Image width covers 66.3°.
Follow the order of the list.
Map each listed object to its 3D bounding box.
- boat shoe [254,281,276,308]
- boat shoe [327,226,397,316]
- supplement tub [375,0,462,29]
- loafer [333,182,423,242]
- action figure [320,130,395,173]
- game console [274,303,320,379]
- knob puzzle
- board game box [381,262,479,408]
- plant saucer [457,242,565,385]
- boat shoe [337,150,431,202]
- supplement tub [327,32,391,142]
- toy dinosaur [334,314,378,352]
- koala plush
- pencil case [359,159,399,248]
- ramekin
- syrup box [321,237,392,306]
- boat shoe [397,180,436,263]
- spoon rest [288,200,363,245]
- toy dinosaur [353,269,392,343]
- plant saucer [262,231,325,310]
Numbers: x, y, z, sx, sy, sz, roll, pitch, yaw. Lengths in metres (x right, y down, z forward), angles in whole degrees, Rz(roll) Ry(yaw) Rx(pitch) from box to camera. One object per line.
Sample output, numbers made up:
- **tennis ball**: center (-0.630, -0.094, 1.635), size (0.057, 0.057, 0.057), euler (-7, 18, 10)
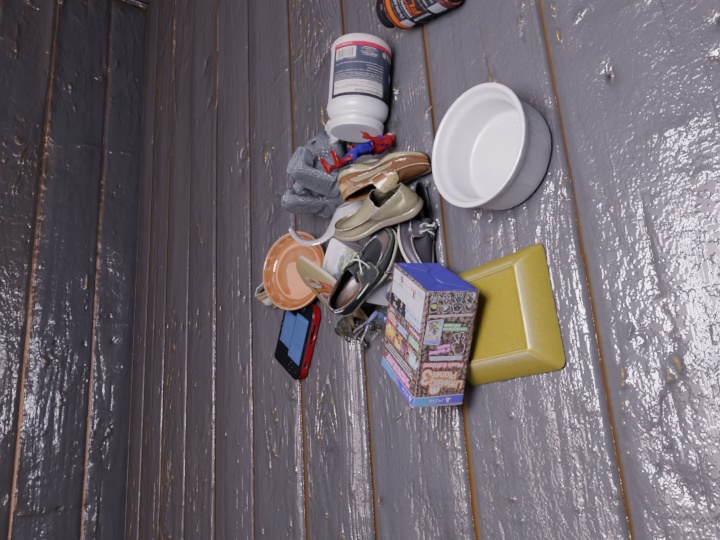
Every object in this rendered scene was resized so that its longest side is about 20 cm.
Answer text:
- **boat shoe**: center (-0.227, 0.024, 1.513), size (0.201, 0.067, 0.075), euler (-55, 26, 30)
- **boat shoe**: center (0.005, 0.001, 1.080), size (0.071, 0.067, 0.202), euler (37, 96, 27)
- **supplement tub**: center (0.117, -0.564, 1.130), size (0.198, 0.105, 0.110), euler (2, 85, 54)
- **loafer**: center (0.025, -0.118, 1.072), size (0.197, 0.069, 0.076), euler (-20, 28, 26)
- **action figure**: center (0.005, -0.258, 1.164), size (0.065, 0.198, 0.052), euler (-30, 87, 52)
- **game console**: center (-0.172, 0.168, 1.457), size (0.176, 0.031, 0.204), euler (26, 104, 52)
- **knob puzzle**: center (-0.071, 0.033, 1.238), size (0.031, 0.221, 0.218), euler (-48, 32, -18)
- **board game box**: center (0.115, 0.106, 0.959), size (0.159, 0.095, 0.205), euler (-134, 47, -65)
- **plant saucer**: center (0.225, 0.076, 0.916), size (0.199, 0.048, 0.205), euler (-27, 63, 49)
- **boat shoe**: center (0.048, -0.181, 1.112), size (0.196, 0.076, 0.076), euler (-11, 68, 20)
- **supplement tub**: center (-0.003, -0.406, 1.235), size (0.139, 0.138, 0.205), euler (-3, 81, 53)
- **toy dinosaur**: center (-0.012, 0.122, 1.199), size (0.087, 0.048, 0.201), euler (35, 149, 9)
- **koala plush**: center (-0.085, -0.251, 1.327), size (0.178, 0.180, 0.204), euler (116, 162, -55)
- **pencil case**: center (0.039, -0.141, 1.178), size (0.088, 0.078, 0.204), euler (-18, 64, 7)
- **ramekin**: center (0.221, -0.199, 0.929), size (0.199, 0.096, 0.206), euler (-12, 74, 51)
- **syrup box**: center (0.000, 0.000, 1.208), size (0.199, 0.080, 0.080), euler (34, 108, 51)
- **boat shoe**: center (0.114, -0.086, 1.077), size (0.063, 0.072, 0.204), euler (-39, 49, 42)
- **spoon rest**: center (-0.062, -0.107, 1.254), size (0.100, 0.196, 0.062), euler (-100, -11, -74)
- **toy dinosaur**: center (0.085, 0.091, 1.107), size (0.104, 0.199, 0.184), euler (31, 143, 28)
- **plant saucer**: center (-0.165, 0.002, 1.421), size (0.196, 0.037, 0.205), euler (-7, 76, 29)
